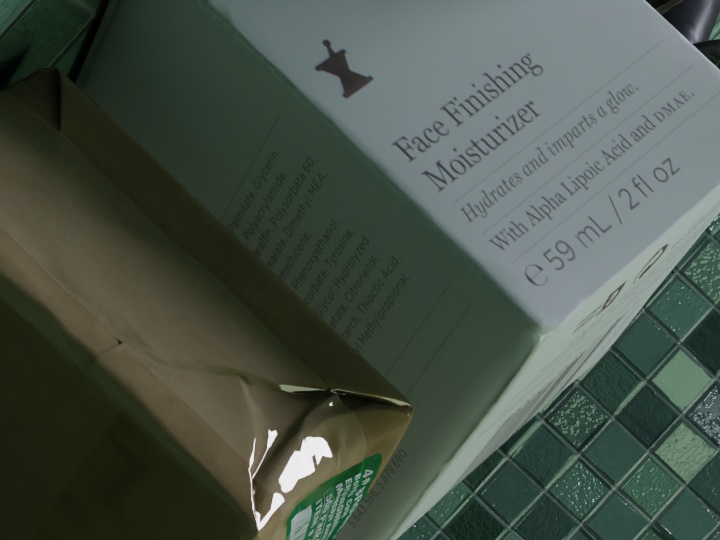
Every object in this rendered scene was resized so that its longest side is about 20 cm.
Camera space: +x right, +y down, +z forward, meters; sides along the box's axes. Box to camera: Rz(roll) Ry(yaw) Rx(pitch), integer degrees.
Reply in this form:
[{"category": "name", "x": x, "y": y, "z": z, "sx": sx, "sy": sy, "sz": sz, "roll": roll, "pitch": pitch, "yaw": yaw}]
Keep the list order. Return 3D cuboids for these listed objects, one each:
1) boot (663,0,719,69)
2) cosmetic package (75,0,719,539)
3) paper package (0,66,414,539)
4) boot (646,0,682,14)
[{"category": "boot", "x": 0.182, "y": -0.126, "z": 1.376, "sx": 0.164, "sy": 0.066, "sz": 0.200, "roll": -18, "pitch": -156, "yaw": 31}, {"category": "cosmetic package", "x": 0.011, "y": -0.038, "z": 0.952, "sx": 0.165, "sy": 0.200, "sz": 0.165, "roll": -38, "pitch": 168, "yaw": -41}, {"category": "paper package", "x": -0.112, "y": 0.068, "z": 0.866, "sx": 0.103, "sy": 0.190, "sz": 0.200, "roll": -35, "pitch": 164, "yaw": -53}, {"category": "boot", "x": 0.147, "y": -0.164, "z": 1.273, "sx": 0.200, "sy": 0.069, "sz": 0.174, "roll": -39, "pitch": -178, "yaw": 21}]
